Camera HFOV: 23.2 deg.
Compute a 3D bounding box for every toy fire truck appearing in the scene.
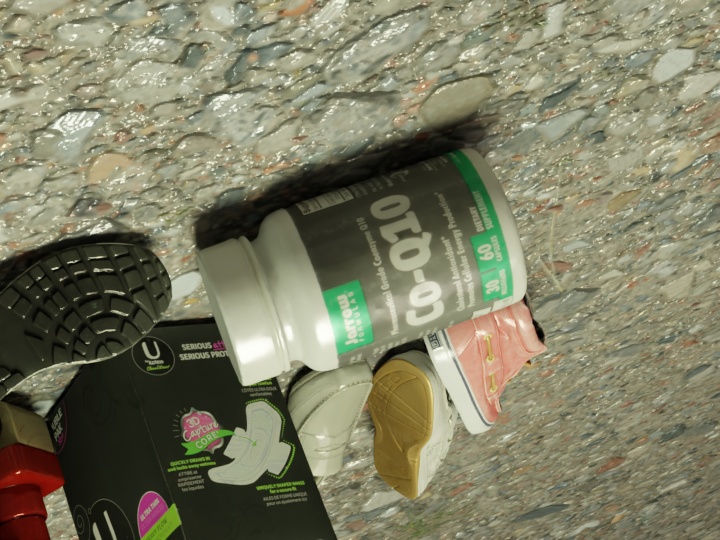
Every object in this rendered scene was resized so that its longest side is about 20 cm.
[{"bbox_3d":[-0.278,0.216,1.267,0.176,0.200,0.129,-29,155,14],"label":"toy fire truck"}]

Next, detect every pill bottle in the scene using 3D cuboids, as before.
[{"bbox_3d":[0.000,0.000,1.170,0.200,0.113,0.113,-20,156,-8],"label":"pill bottle"}]

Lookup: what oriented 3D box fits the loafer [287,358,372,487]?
[{"bbox_3d":[-0.033,0.138,1.481,0.070,0.070,0.200,-11,153,-26],"label":"loafer"}]

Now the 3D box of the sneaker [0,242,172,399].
[{"bbox_3d":[-0.221,0.038,1.137,0.200,0.076,0.088,-27,-170,-16],"label":"sneaker"}]

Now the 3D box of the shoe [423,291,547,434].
[{"bbox_3d":[0.115,0.076,1.480,0.091,0.072,0.200,-20,152,6],"label":"shoe"}]

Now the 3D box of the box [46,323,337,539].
[{"bbox_3d":[-0.127,0.158,1.280,0.124,0.200,0.149,-2,150,-36],"label":"box"}]

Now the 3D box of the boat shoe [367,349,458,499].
[{"bbox_3d":[0.052,0.122,1.543,0.069,0.071,0.200,-41,157,-27],"label":"boat shoe"}]
